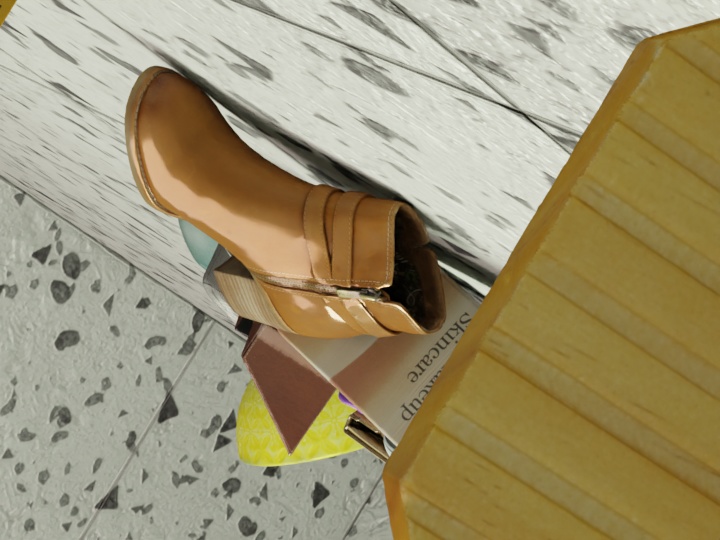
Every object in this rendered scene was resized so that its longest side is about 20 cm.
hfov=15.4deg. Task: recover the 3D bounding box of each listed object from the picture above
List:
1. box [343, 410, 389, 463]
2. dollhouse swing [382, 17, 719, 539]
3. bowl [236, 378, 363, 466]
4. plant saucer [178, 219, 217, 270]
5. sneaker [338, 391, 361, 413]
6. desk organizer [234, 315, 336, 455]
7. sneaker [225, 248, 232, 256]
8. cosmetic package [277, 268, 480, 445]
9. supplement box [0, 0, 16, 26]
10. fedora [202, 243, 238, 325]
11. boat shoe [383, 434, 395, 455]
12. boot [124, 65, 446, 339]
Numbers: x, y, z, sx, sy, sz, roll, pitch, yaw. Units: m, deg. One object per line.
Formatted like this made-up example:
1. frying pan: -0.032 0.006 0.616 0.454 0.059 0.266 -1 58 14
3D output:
1. box: 0.107 0.136 2.023 0.163 0.021 0.200 34 -153 26
2. dollhouse swing: 0.139 0.055 0.611 0.176 0.200 0.182 35 174 -31
3. bowl: -0.037 0.110 2.616 0.200 0.199 0.108 -164 58 -72
4. plant saucer: -0.096 0.006 2.482 0.201 0.039 0.201 31 175 3
5. sneaker: 0.034 0.075 1.919 0.088 0.081 0.200 1 174 -15
6. desk organizer: -0.044 0.040 1.829 0.072 0.077 0.200 32 -159 -7
7. sneaker: 0.000 0.000 1.775 0.200 0.078 0.080 37 -167 4
8. cosmetic package: 0.056 0.072 1.637 0.200 0.103 0.087 41 179 31
9. supplement box: -0.292 -0.177 1.334 0.200 0.133 0.197 34 174 -28
10. fedora: -0.043 0.024 2.027 0.200 0.091 0.177 34 175 -26
11. boat shoe: 0.092 0.091 1.772 0.199 0.069 0.057 -10 138 36
12. boot: -0.043 -0.035 1.560 0.155 0.077 0.201 6 132 41
